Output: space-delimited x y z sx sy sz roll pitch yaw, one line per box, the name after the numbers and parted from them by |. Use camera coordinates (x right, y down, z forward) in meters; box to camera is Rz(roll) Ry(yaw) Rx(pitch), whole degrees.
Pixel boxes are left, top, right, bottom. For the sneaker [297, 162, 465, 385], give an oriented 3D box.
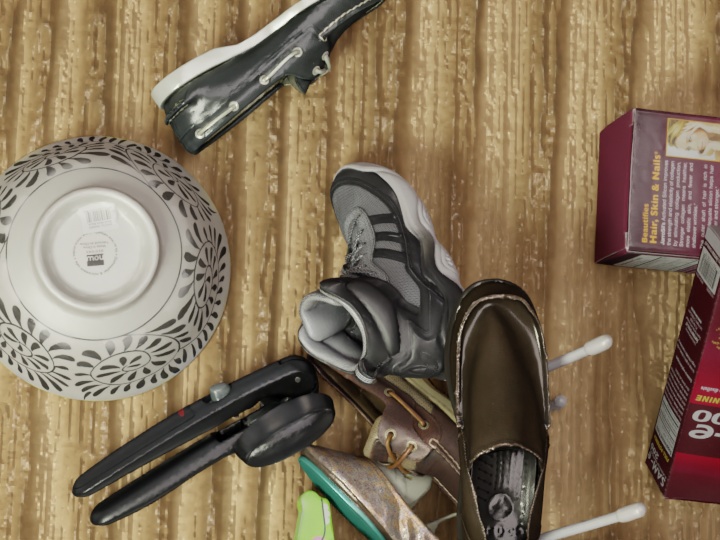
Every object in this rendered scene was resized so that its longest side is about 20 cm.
0.000 0.000 1.168 0.113 0.076 0.200 -8 51 -30 | sneaker

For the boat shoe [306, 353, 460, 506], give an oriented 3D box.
0.033 0.118 1.175 0.072 0.072 0.200 -29 65 -21 | boat shoe

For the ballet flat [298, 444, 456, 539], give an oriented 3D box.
0.039 0.189 1.194 0.067 0.068 0.200 -41 89 -16 | ballet flat

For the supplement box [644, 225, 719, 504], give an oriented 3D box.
0.291 0.075 1.209 0.108 0.061 0.201 7 111 -7 | supplement box

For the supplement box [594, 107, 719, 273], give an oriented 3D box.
0.288 -0.054 1.257 0.199 0.086 0.111 5 82 -8 | supplement box

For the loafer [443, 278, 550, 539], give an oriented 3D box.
0.100 0.105 1.088 0.073 0.071 0.201 -4 90 -7 | loafer

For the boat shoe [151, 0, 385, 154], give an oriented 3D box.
-0.059 -0.158 1.228 0.199 0.076 0.061 -31 87 0 | boat shoe

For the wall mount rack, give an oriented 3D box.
0.140 0.133 1.153 0.074 0.174 0.201 -8 72 -5 | wall mount rack

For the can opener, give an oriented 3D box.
-0.117 0.122 1.181 0.199 0.079 0.064 -23 102 -2 | can opener

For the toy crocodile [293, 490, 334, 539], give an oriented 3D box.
-0.031 0.260 1.173 0.061 0.068 0.201 -5 83 -9 | toy crocodile

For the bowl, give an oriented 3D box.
-0.189 -0.008 1.172 0.199 0.094 0.202 1 82 -10 | bowl
